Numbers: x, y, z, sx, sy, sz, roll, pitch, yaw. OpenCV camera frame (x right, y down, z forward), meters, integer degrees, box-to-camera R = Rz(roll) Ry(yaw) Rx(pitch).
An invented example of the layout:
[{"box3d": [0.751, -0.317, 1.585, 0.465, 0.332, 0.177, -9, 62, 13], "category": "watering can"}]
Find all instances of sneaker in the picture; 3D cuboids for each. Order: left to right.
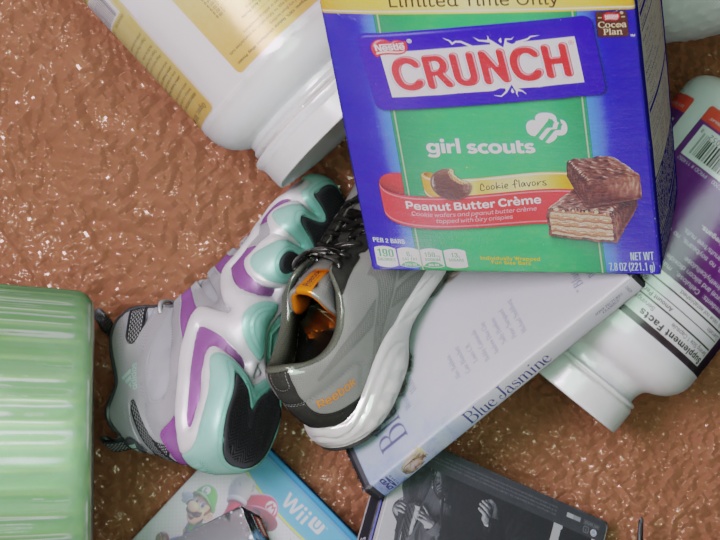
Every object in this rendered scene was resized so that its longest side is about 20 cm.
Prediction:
[{"box3d": [-0.096, 0.024, 1.685, 0.139, 0.078, 0.200, 4, 55, 34], "category": "sneaker"}, {"box3d": [0.000, 0.000, 1.636, 0.074, 0.079, 0.201, -6, 55, 40], "category": "sneaker"}]

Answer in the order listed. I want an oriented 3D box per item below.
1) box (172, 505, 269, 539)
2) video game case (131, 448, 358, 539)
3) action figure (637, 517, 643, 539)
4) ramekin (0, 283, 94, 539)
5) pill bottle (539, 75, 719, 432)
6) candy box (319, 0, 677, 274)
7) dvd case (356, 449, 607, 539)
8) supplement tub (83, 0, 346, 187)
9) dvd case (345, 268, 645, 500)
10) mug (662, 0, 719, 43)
[{"box3d": [-0.125, 0.243, 1.653, 0.199, 0.038, 0.137, -27, 69, 8], "category": "box"}, {"box3d": [-0.090, 0.210, 1.682, 0.200, 0.018, 0.143, -47, 67, 0], "category": "video game case"}, {"box3d": [0.209, 0.239, 1.654, 0.119, 0.102, 0.200, -40, 89, 12], "category": "action figure"}, {"box3d": [-0.201, 0.101, 1.627, 0.097, 0.200, 0.201, 0, 89, -5], "category": "ramekin"}, {"box3d": [0.180, -0.007, 1.654, 0.112, 0.112, 0.200, 39, 91, 2], "category": "pill bottle"}, {"box3d": [0.079, -0.094, 1.532, 0.168, 0.077, 0.201, 1, 132, 14], "category": "candy box"}, {"box3d": [0.055, 0.212, 1.635, 0.150, 0.025, 0.201, 25, 69, -22], "category": "dvd case"}, {"box3d": [-0.069, -0.162, 1.650, 0.145, 0.145, 0.200, -43, 88, 1], "category": "supplement tub"}, {"box3d": [0.059, 0.023, 1.641, 0.200, 0.018, 0.143, -40, 43, 12], "category": "dvd case"}, {"box3d": [0.137, -0.196, 1.619, 0.175, 0.200, 0.148, 12, 76, -16], "category": "mug"}]
